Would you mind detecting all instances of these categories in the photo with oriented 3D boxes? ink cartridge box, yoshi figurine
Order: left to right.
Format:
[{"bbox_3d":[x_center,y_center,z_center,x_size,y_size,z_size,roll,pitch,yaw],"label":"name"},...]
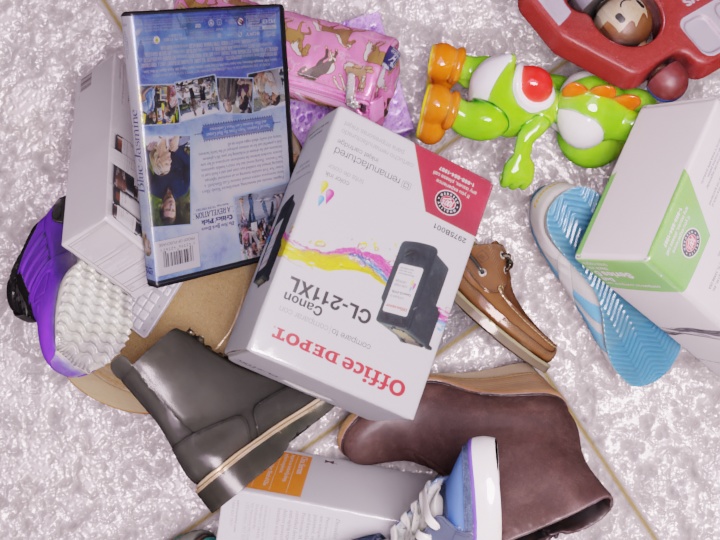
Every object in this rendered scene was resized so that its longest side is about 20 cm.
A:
[{"bbox_3d":[0.000,0.000,0.834,0.144,0.083,0.202,24,76,-16],"label":"ink cartridge box"},{"bbox_3d":[0.151,-0.130,0.919,0.197,0.112,0.114,10,108,5],"label":"yoshi figurine"},{"bbox_3d":[0.287,-0.020,0.858,0.199,0.084,0.147,36,74,-28],"label":"ink cartridge box"}]

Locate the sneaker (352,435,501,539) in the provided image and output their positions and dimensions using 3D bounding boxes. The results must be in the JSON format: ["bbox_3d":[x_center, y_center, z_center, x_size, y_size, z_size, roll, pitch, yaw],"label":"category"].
[{"bbox_3d":[0.028,0.211,0.794,0.144,0.081,0.203,4,115,4],"label":"sneaker"}]

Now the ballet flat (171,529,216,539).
[{"bbox_3d":[-0.124,0.327,0.932,0.063,0.067,0.202,-22,86,28],"label":"ballet flat"}]

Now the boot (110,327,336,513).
[{"bbox_3d":[-0.095,0.084,0.869,0.139,0.200,0.077,51,124,2],"label":"boot"}]

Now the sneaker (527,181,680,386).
[{"bbox_3d":[0.213,0.009,0.923,0.076,0.081,0.201,-31,107,-2],"label":"sneaker"}]

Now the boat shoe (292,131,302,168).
[{"bbox_3d":[-0.060,-0.042,0.927,0.071,0.068,0.203,-19,95,10],"label":"boat shoe"}]

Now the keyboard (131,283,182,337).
[{"bbox_3d":[-0.146,-0.043,0.893,0.056,0.011,0.201,33,91,15],"label":"keyboard"}]

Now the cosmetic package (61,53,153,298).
[{"bbox_3d":[-0.193,-0.082,0.874,0.050,0.083,0.202,-27,46,19],"label":"cosmetic package"}]

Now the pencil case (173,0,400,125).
[{"bbox_3d":[-0.065,-0.181,0.900,0.197,0.087,0.084,17,86,5],"label":"pencil case"}]

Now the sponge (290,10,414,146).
[{"bbox_3d":[-0.060,-0.151,0.957,0.197,0.030,0.113,-16,87,1],"label":"sponge"}]

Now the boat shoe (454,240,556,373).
[{"bbox_3d":[0.102,0.002,0.924,0.200,0.072,0.068,42,90,3],"label":"boat shoe"}]

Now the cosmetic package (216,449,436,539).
[{"bbox_3d":[-0.015,0.212,0.899,0.197,0.102,0.072,10,103,2],"label":"cosmetic package"}]

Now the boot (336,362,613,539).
[{"bbox_3d":[0.088,0.158,0.875,0.197,0.167,0.073,-17,130,-4],"label":"boot"}]

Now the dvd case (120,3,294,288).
[{"bbox_3d":[-0.111,-0.099,0.821,0.142,0.017,0.203,-15,109,-41],"label":"dvd case"}]

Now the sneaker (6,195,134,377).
[{"bbox_3d":[-0.239,0.021,0.849,0.099,0.201,0.070,-32,128,18],"label":"sneaker"}]

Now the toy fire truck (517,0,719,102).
[{"bbox_3d":[0.239,-0.225,0.876,0.199,0.112,0.169,-31,72,-20],"label":"toy fire truck"}]

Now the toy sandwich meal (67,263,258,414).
[{"bbox_3d":[-0.172,0.026,0.938,0.202,0.070,0.208,-1,78,6],"label":"toy sandwich meal"}]
